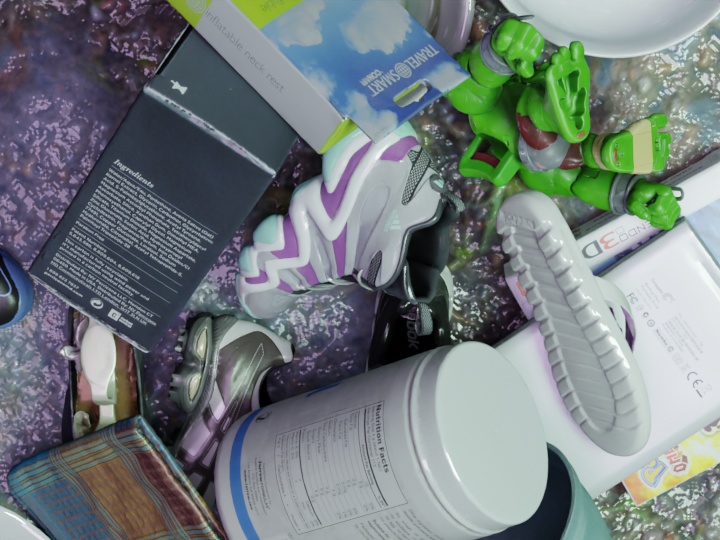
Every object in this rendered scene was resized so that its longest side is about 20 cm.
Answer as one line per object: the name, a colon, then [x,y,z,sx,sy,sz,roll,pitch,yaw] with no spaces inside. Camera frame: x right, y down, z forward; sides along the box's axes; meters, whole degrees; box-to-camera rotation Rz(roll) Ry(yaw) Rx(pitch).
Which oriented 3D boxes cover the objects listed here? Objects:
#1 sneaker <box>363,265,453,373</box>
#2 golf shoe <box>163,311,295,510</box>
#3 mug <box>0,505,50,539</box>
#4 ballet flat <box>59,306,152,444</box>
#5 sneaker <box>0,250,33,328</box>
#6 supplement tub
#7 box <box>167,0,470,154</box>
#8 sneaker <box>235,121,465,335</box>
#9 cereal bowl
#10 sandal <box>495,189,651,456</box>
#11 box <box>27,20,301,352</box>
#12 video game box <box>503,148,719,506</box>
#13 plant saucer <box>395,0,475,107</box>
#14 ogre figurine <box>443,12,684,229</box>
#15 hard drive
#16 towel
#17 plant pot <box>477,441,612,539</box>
sneaker: [0.029,0.091,1.707,0.066,0.091,0.200,7,103,2]
golf shoe: [-0.100,0.132,1.730,0.094,0.078,0.200,10,106,-3]
mug: [-0.288,0.285,1.750,0.200,0.148,0.175,25,119,-33]
ballet flat: [-0.187,0.098,1.730,0.073,0.073,0.200,1,103,3]
sneaker: [-0.333,-0.010,1.707,0.200,0.078,0.070,27,103,-3]
supplement tub: [0.012,0.134,1.618,0.200,0.132,0.132,-20,102,33]
box: [-0.036,-0.165,1.566,0.200,0.122,0.048,46,135,6]
sneaker: [0.000,0.000,1.651,0.140,0.078,0.200,51,129,20]
cereal bowl: [0.172,-0.249,1.626,0.200,0.083,0.200,1,104,3]
sandal: [0.160,0.033,1.635,0.050,0.082,0.203,-31,105,-31]
box: [-0.119,-0.070,1.614,0.104,0.148,0.200,34,130,-5]
video game box: [0.229,0.042,1.710,0.182,0.047,0.200,-29,100,12]
plant saucer: [-0.020,-0.194,1.665,0.200,0.050,0.200,0,103,2]
ogre figurine: [0.126,-0.101,1.628,0.200,0.120,0.098,21,79,-41]
hard drive: [0.184,0.071,1.684,0.200,0.025,0.132,-35,98,13]
towel: [-0.169,0.182,1.705,0.147,0.022,0.200,54,144,-9]
plant pot: [0.101,0.235,1.646,0.200,0.200,0.134,-36,117,10]
